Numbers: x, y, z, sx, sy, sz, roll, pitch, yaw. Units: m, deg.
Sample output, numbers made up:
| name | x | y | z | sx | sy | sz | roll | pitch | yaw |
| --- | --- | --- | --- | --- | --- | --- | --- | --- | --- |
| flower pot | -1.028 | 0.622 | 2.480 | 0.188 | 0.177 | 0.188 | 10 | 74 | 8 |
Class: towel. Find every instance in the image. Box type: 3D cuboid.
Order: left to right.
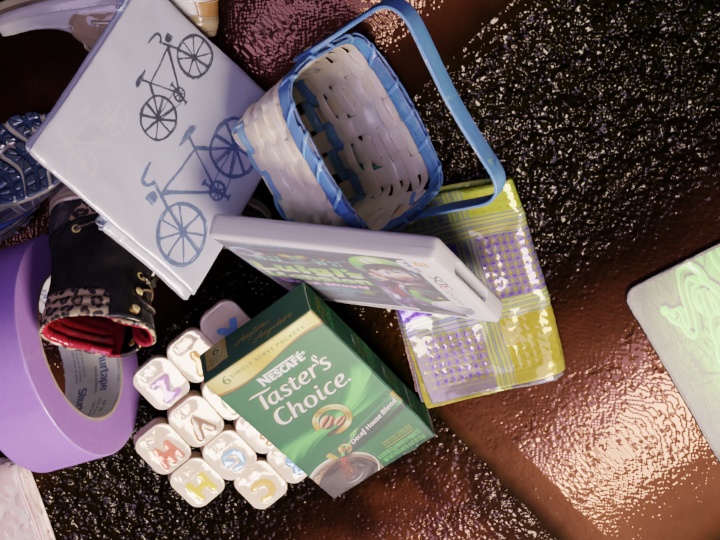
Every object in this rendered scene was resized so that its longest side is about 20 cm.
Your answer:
| name | x | y | z | sx | sy | sz | roll | pitch | yaw |
| --- | --- | --- | --- | --- | --- | --- | --- | --- | --- |
| towel | -0.408 | 0.289 | 1.483 | 0.197 | 0.032 | 0.193 | -10 | 109 | 14 |
| towel | 0.095 | 0.021 | 1.274 | 0.142 | 0.023 | 0.202 | -10 | 109 | 16 |

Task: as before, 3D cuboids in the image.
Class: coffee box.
| name | x | y | z | sx | sy | sz | roll | pitch | yaw |
| --- | --- | --- | --- | --- | --- | --- | --- | --- | --- |
| coffee box | -0.037 | 0.111 | 1.279 | 0.122 | 0.044 | 0.200 | -33 | 126 | 13 |

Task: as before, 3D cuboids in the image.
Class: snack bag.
| name | x | y | z | sx | sy | sz | roll | pitch | yaw |
| --- | --- | --- | --- | --- | --- | --- | --- | --- | --- |
| snack bag | -0.162 | -0.108 | 1.174 | 0.021 | 0.190 | 0.200 | 2 | 148 | 50 |

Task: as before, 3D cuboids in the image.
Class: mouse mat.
| name | x | y | z | sx | sy | sz | roll | pitch | yaw |
| --- | --- | --- | --- | --- | --- | --- | --- | --- | --- |
| mouse mat | 0.343 | 0.066 | 1.250 | 0.160 | 0.008 | 0.201 | -28 | 103 | 21 |

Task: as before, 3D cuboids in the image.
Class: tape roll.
| name | x | y | z | sx | sy | sz | roll | pitch | yaw |
| --- | --- | --- | --- | --- | --- | --- | --- | --- | --- |
| tape roll | -0.273 | 0.073 | 1.274 | 0.065 | 0.200 | 0.202 | -18 | 108 | 17 |

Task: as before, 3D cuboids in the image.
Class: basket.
| name | x | y | z | sx | sy | sz | roll | pitch | yaw |
| --- | --- | --- | --- | --- | --- | --- | --- | --- | --- |
| basket | 0.005 | -0.114 | 1.163 | 0.199 | 0.139 | 0.178 | -13 | 112 | 47 |

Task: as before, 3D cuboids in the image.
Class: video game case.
| name | x | y | z | sx | sy | sz | roll | pitch | yaw |
| --- | --- | --- | --- | --- | --- | --- | --- | --- | --- |
| video game case | 0.000 | 0.000 | 1.191 | 0.197 | 0.182 | 0.024 | 7 | 76 | 24 |

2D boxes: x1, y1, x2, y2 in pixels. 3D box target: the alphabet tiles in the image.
| name | x | y | z | sx | sy | sz | roll | pitch | yaw |
| --- | --- | --- | --- | --- | --- | --- | --- | --- | --- |
| alphabet tiles | -0.106 | 0.127 | 1.319 | 0.199 | 0.015 | 0.196 | -39 | 117 | 3 |

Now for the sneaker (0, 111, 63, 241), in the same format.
| name | x | y | z | sx | sy | sz | roll | pitch | yaw |
| --- | --- | --- | --- | --- | --- | --- | --- | --- | --- |
| sneaker | -0.325 | -0.072 | 1.302 | 0.199 | 0.085 | 0.078 | -32 | 78 | 1 |

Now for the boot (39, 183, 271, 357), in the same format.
| name | x | y | z | sx | sy | sz | roll | pitch | yaw |
| --- | --- | --- | --- | --- | --- | --- | --- | --- | --- |
| boot | -0.178 | -0.002 | 1.237 | 0.197 | 0.152 | 0.074 | 5 | 142 | -5 |

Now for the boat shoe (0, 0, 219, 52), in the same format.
| name | x | y | z | sx | sy | sz | roll | pitch | yaw |
| --- | --- | --- | --- | --- | --- | --- | --- | --- | --- |
| boat shoe | -0.216 | -0.214 | 1.215 | 0.197 | 0.075 | 0.069 | -7 | 105 | 14 |
